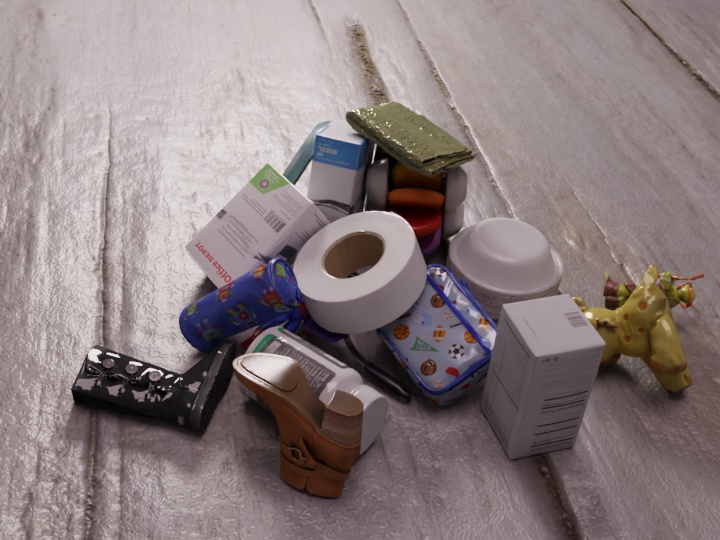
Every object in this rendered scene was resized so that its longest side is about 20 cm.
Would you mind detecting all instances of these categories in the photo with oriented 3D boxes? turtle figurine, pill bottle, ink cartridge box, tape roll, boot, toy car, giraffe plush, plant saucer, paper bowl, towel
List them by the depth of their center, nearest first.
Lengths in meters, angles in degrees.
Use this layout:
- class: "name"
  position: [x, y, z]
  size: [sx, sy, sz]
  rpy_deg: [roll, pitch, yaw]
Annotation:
- class: "boot"
  position: [-0.090, 0.206, 1.350]
  size: [0.198, 0.157, 0.077]
  rpy_deg: [20, 34, 12]
- class: "pill bottle"
  position: [-0.067, 0.171, 1.432]
  size: [0.199, 0.114, 0.113]
  rpy_deg: [28, 42, 26]
- class: "boot"
  position: [-0.297, 0.147, 1.474]
  size: [0.197, 0.066, 0.165]
  rpy_deg: [10, 35, 11]
- class: "tape roll"
  position: [0.000, 0.000, 1.556]
  size: [0.200, 0.071, 0.204]
  rpy_deg: [-15, 39, 12]
- class: "giraffe plush"
  position: [0.410, 0.103, 1.586]
  size: [0.160, 0.201, 0.174]
  rpy_deg: [-17, 38, 16]
- class: "ink cartridge box"
  position: [-0.165, -0.052, 1.651]
  size: [0.200, 0.084, 0.145]
  rpy_deg: [-46, 52, -3]
- class: "towel"
  position: [0.081, -0.221, 1.695]
  size: [0.199, 0.037, 0.148]
  rpy_deg: [38, 35, 27]
- class: "turtle figurine"
  position: [0.492, 0.042, 1.707]
  size: [0.159, 0.065, 0.200]
  rpy_deg: [2, -8, 19]
- class: "paper bowl"
  position: [0.246, -0.013, 1.733]
  size: [0.198, 0.105, 0.202]
  rpy_deg: [5, 36, -4]
- class: "ink cartridge box"
  position: [-0.037, -0.144, 1.750]
  size: [0.083, 0.202, 0.145]
  rpy_deg: [13, 21, 8]
- class: "toy car"
  position: [0.095, -0.095, 1.750]
  size: [0.172, 0.201, 0.152]
  rpy_deg: [2, 57, 2]
- class: "plant saucer"
  position: [-0.110, -0.190, 1.827]
  size: [0.027, 0.201, 0.201]
  rpy_deg: [34, 39, -4]

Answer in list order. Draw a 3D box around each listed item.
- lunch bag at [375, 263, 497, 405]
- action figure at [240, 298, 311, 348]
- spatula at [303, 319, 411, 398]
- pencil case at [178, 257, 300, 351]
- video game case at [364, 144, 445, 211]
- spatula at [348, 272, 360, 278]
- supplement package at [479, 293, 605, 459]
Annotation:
- class: "lunch bag"
  position: [0.120, 0.090, 1.543]
  size: [0.160, 0.076, 0.201]
  rpy_deg: [-36, 60, -2]
- class: "action figure"
  position: [-0.108, 0.075, 1.592]
  size: [0.051, 0.066, 0.200]
  rpy_deg: [-19, 19, 39]
- class: "spatula"
  position: [0.001, 0.130, 1.543]
  size: [0.199, 0.021, 0.056]
  rpy_deg: [39, 37, 18]
- class: "pencil case"
  position: [-0.176, 0.054, 1.522]
  size: [0.199, 0.087, 0.079]
  rpy_deg: [-26, 37, 26]
- class: "video game case"
  position: [0.087, -0.157, 1.818]
  size: [0.141, 0.201, 0.019]
  rpy_deg: [6, 59, -3]
- class: "spatula"
  position: [-0.043, -0.007, 1.743]
  size: [0.199, 0.021, 0.056]
  rpy_deg: [32, 40, 27]
- class: "supplement package"
  position: [0.253, 0.151, 1.438]
  size: [0.108, 0.202, 0.114]
  rpy_deg: [-8, 40, -18]
